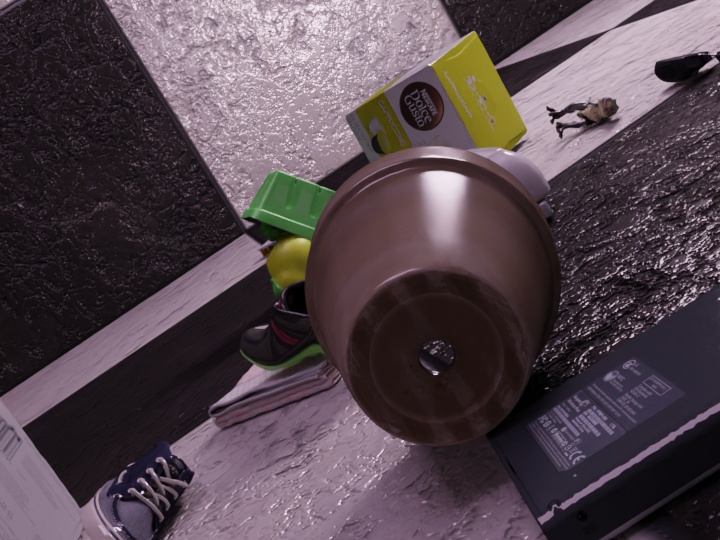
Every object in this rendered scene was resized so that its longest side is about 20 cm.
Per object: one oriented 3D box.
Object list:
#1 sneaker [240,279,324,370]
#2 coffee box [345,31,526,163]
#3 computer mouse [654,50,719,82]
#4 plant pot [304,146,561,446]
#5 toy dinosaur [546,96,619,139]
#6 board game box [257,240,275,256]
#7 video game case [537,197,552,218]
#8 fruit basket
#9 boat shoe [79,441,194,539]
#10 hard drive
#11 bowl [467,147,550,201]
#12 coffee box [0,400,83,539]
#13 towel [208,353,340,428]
[{"bbox_3d":[-0.066,0.053,1.031,0.198,0.085,0.077,-20,16,43],"label":"sneaker"},{"bbox_3d":[0.134,-0.251,1.605,0.196,0.201,0.200,-23,13,38],"label":"coffee box"},{"bbox_3d":[0.471,-0.279,1.266,0.058,0.035,0.200,-16,10,-18],"label":"computer mouse"},{"bbox_3d":[0.051,0.028,0.651,0.198,0.202,0.174,-30,12,11],"label":"plant pot"},{"bbox_3d":[0.334,-0.239,1.431,0.087,0.048,0.200,-17,12,5],"label":"toy dinosaur"},{"bbox_3d":[-0.131,-0.115,2.287,0.198,0.026,0.200,-22,15,44],"label":"board game box"},{"bbox_3d":[0.144,-0.046,1.184,0.198,0.024,0.182,-32,10,13],"label":"video game case"},{"bbox_3d":[-0.103,-0.045,1.569,0.214,0.217,0.155,-34,11,-11],"label":"fruit basket"},{"bbox_3d":[-0.206,0.215,0.892,0.093,0.075,0.200,-42,11,-9],"label":"boat shoe"},{"bbox_3d":[0.174,0.073,0.534,0.198,0.033,0.140,-33,10,2],"label":"hard drive"},{"bbox_3d":[0.116,-0.089,1.153,0.198,0.076,0.200,-28,12,-9],"label":"bowl"},{"bbox_3d":[-0.437,0.274,0.968,0.196,0.201,0.200,-32,12,2],"label":"coffee box"},{"bbox_3d":[-0.068,0.102,1.120,0.198,0.033,0.191,-25,13,35],"label":"towel"}]
